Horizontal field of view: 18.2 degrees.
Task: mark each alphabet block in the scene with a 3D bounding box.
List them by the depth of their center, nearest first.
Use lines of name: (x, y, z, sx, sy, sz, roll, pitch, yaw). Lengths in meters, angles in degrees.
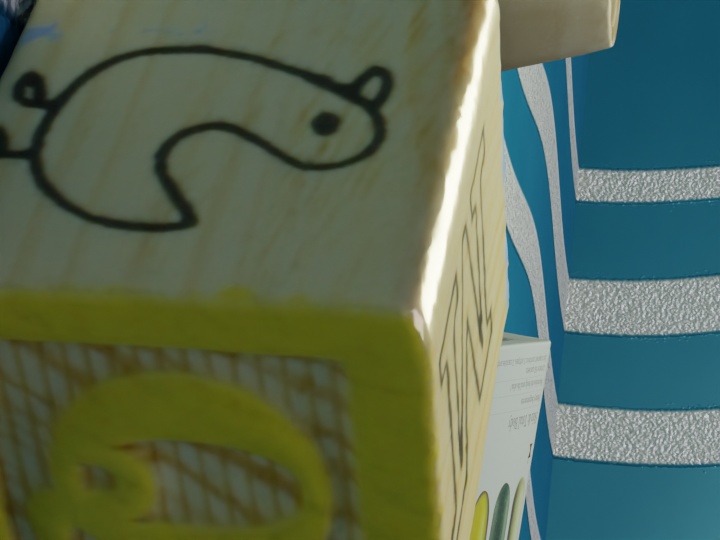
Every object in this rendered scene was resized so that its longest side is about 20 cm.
alphabet block: (-0.047, 0.014, 0.889, 0.201, 0.194, 0.197, -77, 165, -46)

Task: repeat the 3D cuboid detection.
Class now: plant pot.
plant pot: (0.118, -0.240, 1.787, 0.200, 0.172, 0.202, 4, 90, -79)

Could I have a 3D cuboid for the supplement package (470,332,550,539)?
supplement package: (0.000, 0.124, 1.204, 0.152, 0.150, 0.202, 1, 99, -72)
